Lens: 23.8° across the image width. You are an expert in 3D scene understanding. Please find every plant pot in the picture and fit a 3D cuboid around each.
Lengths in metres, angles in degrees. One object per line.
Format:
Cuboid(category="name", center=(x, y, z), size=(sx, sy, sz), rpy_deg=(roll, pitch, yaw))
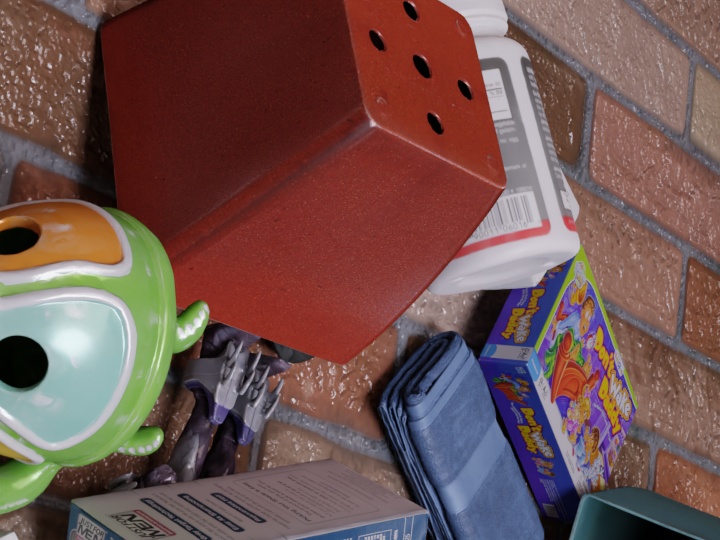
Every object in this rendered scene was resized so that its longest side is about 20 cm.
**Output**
Cuboid(category="plant pot", center=(0.262, 0.266, 1.453), size=(0.200, 0.141, 0.142), rpy_deg=(-3, 111, -66))
Cuboid(category="plant pot", center=(-0.025, -0.085, 1.067), size=(0.199, 0.176, 0.201), rpy_deg=(22, 49, -44))

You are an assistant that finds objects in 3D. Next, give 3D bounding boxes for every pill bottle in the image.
Cuboid(category="pill bottle", center=(0.075, -0.094, 1.195), size=(0.114, 0.113, 0.202), rpy_deg=(-2, 75, -51))

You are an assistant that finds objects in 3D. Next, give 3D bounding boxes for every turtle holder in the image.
Cuboid(category="turtle holder", center=(-0.190, 0.045, 0.951), size=(0.131, 0.185, 0.142), rpy_deg=(10, 46, -50))

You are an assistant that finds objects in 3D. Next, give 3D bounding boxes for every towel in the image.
Cuboid(category="towel", center=(0.079, 0.156, 1.325), size=(0.112, 0.048, 0.201), rpy_deg=(-46, 120, -48))

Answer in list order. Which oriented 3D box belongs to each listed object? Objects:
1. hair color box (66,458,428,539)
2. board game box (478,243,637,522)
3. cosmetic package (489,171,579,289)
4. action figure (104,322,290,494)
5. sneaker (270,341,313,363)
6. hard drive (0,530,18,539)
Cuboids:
Cuboid(category="hair color box", center=(-0.066, 0.167, 1.015), size=(0.199, 0.100, 0.061), rpy_deg=(-3, 106, -41))
Cuboid(category="board game box", center=(0.168, 0.094, 1.419), size=(0.135, 0.044, 0.201), rpy_deg=(-61, 141, -36))
Cuboid(category="cosmetic package", center=(0.091, -0.092, 1.351), size=(0.201, 0.074, 0.102), rpy_deg=(60, 45, -30))
Cuboid(category="action figure", center=(-0.104, 0.136, 1.085), size=(0.130, 0.069, 0.201), rpy_deg=(42, 58, -47))
Cuboid(category="sneaker", center=(0.000, 0.000, 1.221), size=(0.200, 0.079, 0.074), rpy_deg=(-42, 119, -44))
Cuboid(category="hard drive", center=(-0.251, 0.240, 0.921), size=(0.200, 0.027, 0.133), rpy_deg=(-23, 105, -51))
